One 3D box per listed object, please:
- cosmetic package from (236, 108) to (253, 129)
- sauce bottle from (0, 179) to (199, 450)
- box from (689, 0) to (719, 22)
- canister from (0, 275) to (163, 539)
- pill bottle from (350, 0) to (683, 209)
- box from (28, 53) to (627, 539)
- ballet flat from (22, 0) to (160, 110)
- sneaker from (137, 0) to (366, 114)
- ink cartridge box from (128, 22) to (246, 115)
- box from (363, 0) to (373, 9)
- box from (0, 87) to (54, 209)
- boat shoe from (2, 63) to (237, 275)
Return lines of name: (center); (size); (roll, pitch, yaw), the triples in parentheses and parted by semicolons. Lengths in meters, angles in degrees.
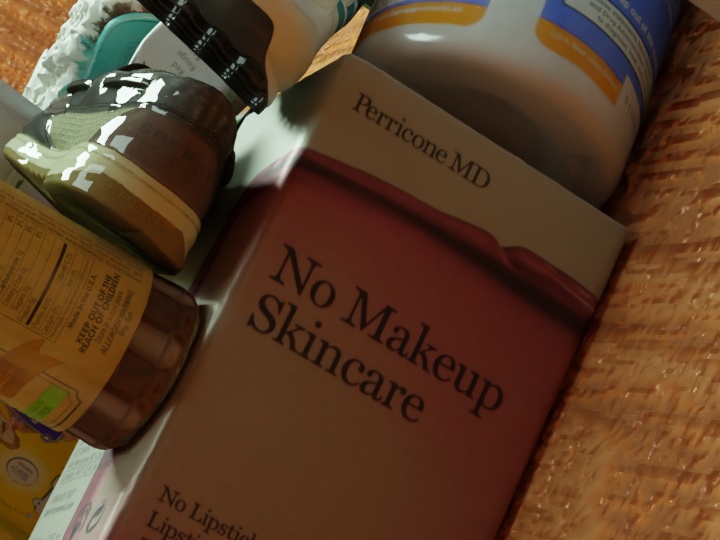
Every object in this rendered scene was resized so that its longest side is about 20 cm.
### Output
cosmetic package: (-0.076, -0.011, 1.213); (0.108, 0.085, 0.200); (-59, 15, -17)
sauce bottle: (-0.150, -0.013, 0.725); (0.065, 0.200, 0.065); (-52, 17, 23)
box: (0.140, -0.230, 0.749); (0.200, 0.171, 0.199); (-45, 20, 44)
canister: (-0.097, 0.061, 1.022); (0.200, 0.148, 0.087); (-46, 14, 35)
pill bottle: (0.075, -0.126, 0.883); (0.112, 0.112, 0.200); (-37, 26, 56)
box: (-0.013, 0.047, 0.802); (0.201, 0.128, 0.109); (-64, 16, -18)
ballet flat: (-0.138, -0.103, 1.171); (0.200, 0.072, 0.072); (-49, 17, 48)
sneaker: (-0.030, -0.115, 0.830); (0.093, 0.070, 0.200); (-47, 5, 2)
ink cartridge box: (-0.101, -0.071, 1.068); (0.200, 0.050, 0.162); (-40, 0, 0)
box: (0.077, -0.211, 1.097); (0.200, 0.086, 0.164); (-56, 14, 14)
box: (-0.254, -0.027, 1.040); (0.200, 0.171, 0.199); (-56, 0, 0)
boat shoe: (-0.082, -0.041, 0.827); (0.066, 0.072, 0.201); (-50, 13, -6)
